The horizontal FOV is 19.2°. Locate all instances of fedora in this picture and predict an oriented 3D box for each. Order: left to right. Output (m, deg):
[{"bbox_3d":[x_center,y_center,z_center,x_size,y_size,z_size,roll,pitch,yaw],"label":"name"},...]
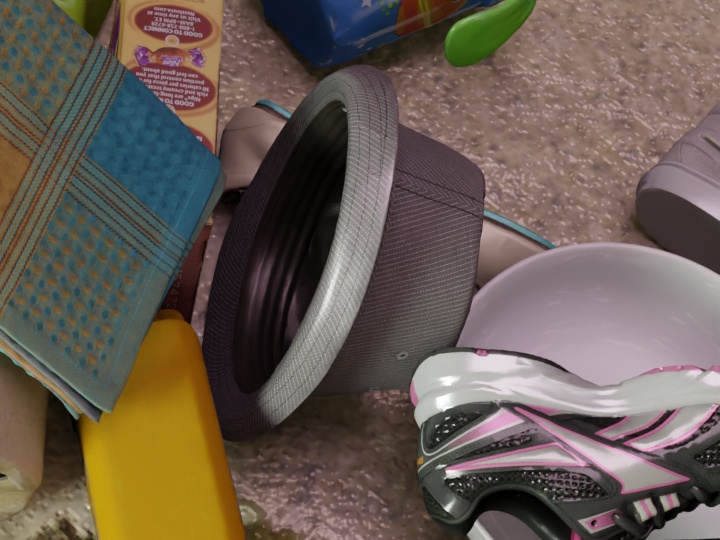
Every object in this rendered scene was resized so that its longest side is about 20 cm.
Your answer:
[{"bbox_3d":[0.000,0.000,1.015,0.090,0.200,0.178,16,51,-18],"label":"fedora"}]

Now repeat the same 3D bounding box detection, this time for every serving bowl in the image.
[{"bbox_3d":[0.127,0.089,1.046,0.198,0.066,0.202,4,60,-8],"label":"serving bowl"}]

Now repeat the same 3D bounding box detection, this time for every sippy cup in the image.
[{"bbox_3d":[0.008,-0.184,1.183,0.130,0.177,0.141,-32,111,-19],"label":"sippy cup"}]

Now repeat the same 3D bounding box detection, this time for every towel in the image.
[{"bbox_3d":[-0.153,-0.051,0.907,0.200,0.022,0.147,43,55,-26],"label":"towel"}]

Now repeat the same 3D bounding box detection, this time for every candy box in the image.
[{"bbox_3d":[-0.104,-0.073,1.078,0.056,0.117,0.202,5,54,-10],"label":"candy box"}]

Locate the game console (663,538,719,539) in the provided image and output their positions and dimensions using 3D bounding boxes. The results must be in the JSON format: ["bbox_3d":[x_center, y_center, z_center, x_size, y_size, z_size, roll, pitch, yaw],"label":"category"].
[{"bbox_3d":[0.212,0.221,0.952,0.198,0.178,0.117,0,27,-13],"label":"game console"}]

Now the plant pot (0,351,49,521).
[{"bbox_3d":[-0.212,0.016,0.961,0.198,0.201,0.185,0,66,-13],"label":"plant pot"}]

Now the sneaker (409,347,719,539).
[{"bbox_3d":[0.118,0.095,0.967,0.198,0.081,0.087,4,66,4],"label":"sneaker"}]

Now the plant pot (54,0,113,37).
[{"bbox_3d":[-0.208,-0.264,1.149,0.197,0.182,0.201,15,53,-1],"label":"plant pot"}]

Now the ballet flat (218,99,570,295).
[{"bbox_3d":[0.010,-0.018,1.105,0.199,0.070,0.070,27,54,11],"label":"ballet flat"}]

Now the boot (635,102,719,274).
[{"bbox_3d":[0.252,-0.018,1.147,0.199,0.074,0.096,36,62,14],"label":"boot"}]

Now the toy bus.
[{"bbox_3d":[-0.093,0.094,0.962,0.064,0.079,0.201,-10,51,-9],"label":"toy bus"}]
